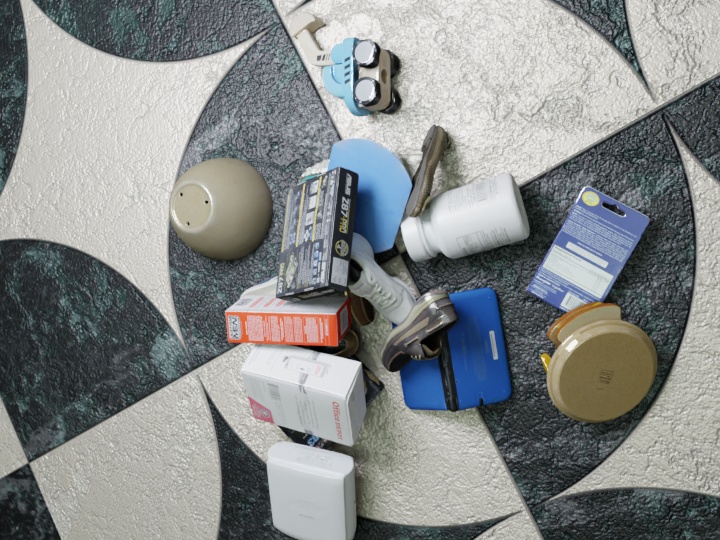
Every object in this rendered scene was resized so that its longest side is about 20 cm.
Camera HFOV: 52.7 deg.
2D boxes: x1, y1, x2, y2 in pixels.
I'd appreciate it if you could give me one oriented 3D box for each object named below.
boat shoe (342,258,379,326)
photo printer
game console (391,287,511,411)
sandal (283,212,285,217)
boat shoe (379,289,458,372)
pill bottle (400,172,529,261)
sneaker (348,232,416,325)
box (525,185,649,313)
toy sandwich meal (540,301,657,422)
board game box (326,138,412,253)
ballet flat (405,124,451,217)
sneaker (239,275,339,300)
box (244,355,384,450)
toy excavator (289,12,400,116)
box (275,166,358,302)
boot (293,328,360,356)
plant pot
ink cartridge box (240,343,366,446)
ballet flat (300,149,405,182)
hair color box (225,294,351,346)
[{"bbox_3d":[0.000,0.000,1.317,0.067,0.072,0.202,-11,90,18],"label":"boat shoe"},{"bbox_3d":[-0.088,0.423,1.343,0.165,0.070,0.202,9,119,17],"label":"photo printer"},{"bbox_3d":[0.159,0.141,1.297,0.169,0.118,0.202,-9,90,-12],"label":"game console"},{"bbox_3d":[-0.045,-0.127,1.329,0.198,0.075,0.048,-9,91,10],"label":"sandal"},{"bbox_3d":[0.097,0.118,1.225,0.074,0.074,0.201,57,137,28],"label":"boat shoe"},{"bbox_3d":[0.175,-0.083,1.229,0.198,0.114,0.115,-16,88,19],"label":"pill bottle"},{"bbox_3d":[0.019,0.032,1.242,0.075,0.100,0.200,-37,102,28],"label":"sneaker"},{"bbox_3d":[0.376,-0.025,1.204,0.121,0.032,0.201,31,105,15],"label":"box"},{"bbox_3d":[0.384,0.152,1.186,0.203,0.070,0.207,-2,111,-5],"label":"toy sandwich meal"},{"bbox_3d":[0.012,-0.130,1.254,0.157,0.039,0.201,27,121,17],"label":"board game box"},{"bbox_3d":[0.119,-0.167,1.232,0.046,0.201,0.067,25,144,-12],"label":"ballet flat"},{"bbox_3d":[-0.124,0.033,1.356,0.198,0.085,0.076,-10,102,14],"label":"sneaker"},{"bbox_3d":[-0.089,0.222,1.372,0.198,0.050,0.200,42,104,12],"label":"box"},{"bbox_3d":[-0.038,-0.373,1.307,0.198,0.100,0.197,0,92,28],"label":"toy excavator"},{"bbox_3d":[-0.075,-0.056,1.209,0.161,0.049,0.202,-13,67,50],"label":"box"},{"bbox_3d":[-0.105,0.132,1.312,0.198,0.075,0.074,-6,90,18],"label":"boot"},{"bbox_3d":[-0.285,-0.118,1.378,0.198,0.134,0.203,1,94,19],"label":"plant pot"},{"bbox_3d":[-0.095,0.213,1.272,0.198,0.083,0.147,12,136,17],"label":"ink cartridge box"},{"bbox_3d":[-0.010,-0.184,1.324,0.198,0.072,0.073,-1,93,17],"label":"ballet flat"},{"bbox_3d":[-0.124,0.085,1.271,0.198,0.102,0.062,1,105,13],"label":"hair color box"}]
